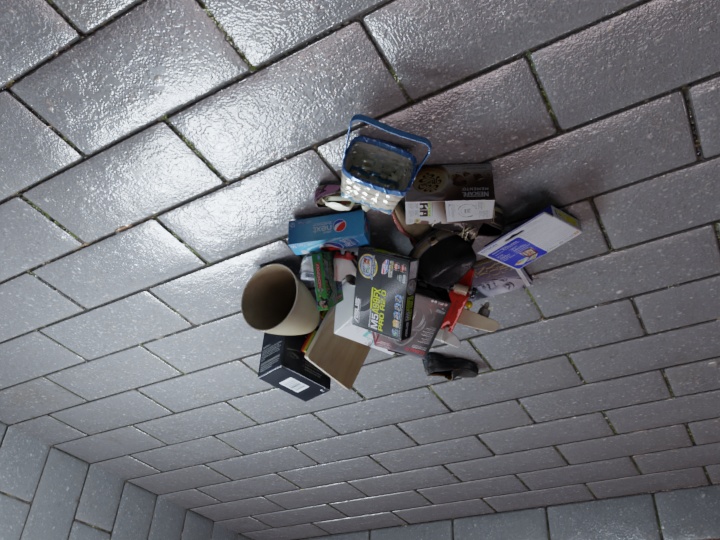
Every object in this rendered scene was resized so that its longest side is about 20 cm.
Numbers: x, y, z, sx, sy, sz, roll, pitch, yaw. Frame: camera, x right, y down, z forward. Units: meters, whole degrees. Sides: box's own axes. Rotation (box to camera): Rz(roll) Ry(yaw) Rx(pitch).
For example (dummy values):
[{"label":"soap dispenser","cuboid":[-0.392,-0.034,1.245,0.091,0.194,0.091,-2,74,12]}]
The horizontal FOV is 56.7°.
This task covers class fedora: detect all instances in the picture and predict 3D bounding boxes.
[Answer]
[{"label":"fedora","cuboid":[0.214,-0.023,1.654,0.198,0.092,0.202,-20,144,-15]}]

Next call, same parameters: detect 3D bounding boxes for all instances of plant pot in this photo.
[{"label":"plant pot","cuboid":[-0.199,0.103,1.861,0.185,0.190,0.200,-16,153,23]}]

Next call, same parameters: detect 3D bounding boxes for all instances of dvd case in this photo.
[{"label":"dvd case","cuboid":[0.352,0.022,1.822,0.198,0.016,0.149,-19,137,26]}]

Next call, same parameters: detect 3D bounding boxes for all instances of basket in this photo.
[{"label":"basket","cuboid":[0.039,-0.229,1.418,0.174,0.141,0.201,21,146,-6]}]

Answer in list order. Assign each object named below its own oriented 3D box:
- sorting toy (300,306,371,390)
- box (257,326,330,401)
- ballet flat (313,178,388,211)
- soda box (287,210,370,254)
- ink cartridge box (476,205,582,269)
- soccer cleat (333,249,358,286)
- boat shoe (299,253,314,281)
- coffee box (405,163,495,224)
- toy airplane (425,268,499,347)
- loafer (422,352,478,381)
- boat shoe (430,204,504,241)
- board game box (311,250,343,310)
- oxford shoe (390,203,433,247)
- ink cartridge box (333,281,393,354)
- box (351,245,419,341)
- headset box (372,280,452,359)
[{"label":"sorting toy","cuboid":[-0.067,0.213,1.971,0.069,0.202,0.199,4,149,48]},{"label":"box","cuboid":[-0.191,0.257,2.015,0.117,0.202,0.196,-29,132,34]},{"label":"ballet flat","cuboid":[-0.014,-0.170,1.558,0.197,0.072,0.070,-5,141,10]},{"label":"soda box","cuboid":[-0.078,-0.092,1.657,0.197,0.069,0.064,-7,155,14]},{"label":"ink cartridge box","cuboid":[0.403,-0.082,1.610,0.197,0.048,0.199,-33,146,33]},{"label":"soccer cleat","cuboid":[0.000,0.000,1.724,0.068,0.087,0.199,8,178,39]},{"label":"boat shoe","cuboid":[-0.126,-0.016,1.752,0.073,0.088,0.202,5,177,0]},{"label":"coffee box","cuboid":[0.200,-0.172,1.506,0.196,0.114,0.080,0,143,6]},{"label":"toy airplane","cuboid":[0.253,0.103,1.810,0.197,0.141,0.202,-25,101,18]},{"label":"loafer","cuboid":[0.293,0.328,2.175,0.197,0.073,0.073,12,141,-12]},{"label":"boat shoe","cuboid":[0.258,-0.113,1.573,0.197,0.074,0.075,-4,148,-19]},{"label":"board game box","cuboid":[-0.080,0.020,1.675,0.029,0.137,0.200,-6,-177,9]},{"label":"oxford shoe","cuboid":[0.129,-0.120,1.627,0.074,0.071,0.200,-33,139,13]},{"label":"ink cartridge box","cuboid":[0.048,0.114,1.858,0.198,0.148,0.146,22,138,-24]},{"label":"box","cuboid":[0.058,0.054,1.636,0.159,0.203,0.044,16,-164,37]},{"label":"headset box","cuboid":[0.126,0.129,1.721,0.147,0.078,0.202,17,114,-14]}]
